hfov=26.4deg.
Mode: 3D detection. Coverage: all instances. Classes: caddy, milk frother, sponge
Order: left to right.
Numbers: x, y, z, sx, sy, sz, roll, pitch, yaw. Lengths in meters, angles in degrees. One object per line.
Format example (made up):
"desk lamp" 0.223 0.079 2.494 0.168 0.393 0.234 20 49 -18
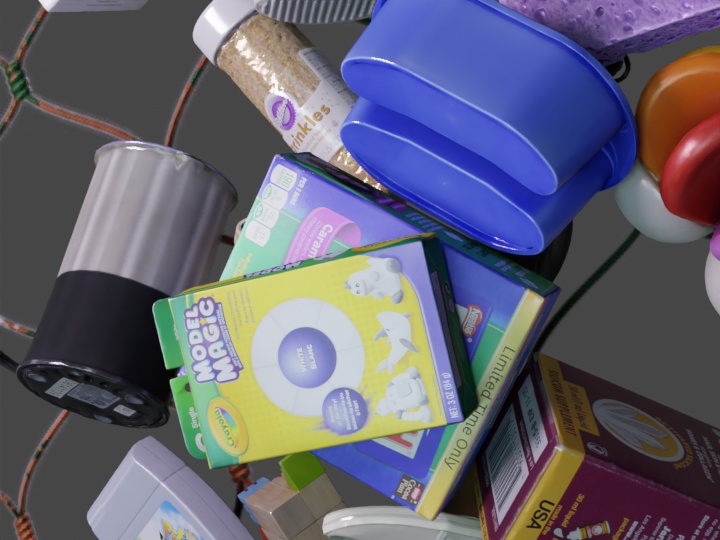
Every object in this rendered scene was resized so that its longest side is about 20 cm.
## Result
"milk frother" -0.222 -0.003 1.152 0.180 0.200 0.189 -12 54 46
"caddy" 0.080 -0.105 0.984 0.199 0.105 0.142 31 152 16
"sponge" 0.184 -0.198 1.008 0.199 0.030 0.112 -16 63 28

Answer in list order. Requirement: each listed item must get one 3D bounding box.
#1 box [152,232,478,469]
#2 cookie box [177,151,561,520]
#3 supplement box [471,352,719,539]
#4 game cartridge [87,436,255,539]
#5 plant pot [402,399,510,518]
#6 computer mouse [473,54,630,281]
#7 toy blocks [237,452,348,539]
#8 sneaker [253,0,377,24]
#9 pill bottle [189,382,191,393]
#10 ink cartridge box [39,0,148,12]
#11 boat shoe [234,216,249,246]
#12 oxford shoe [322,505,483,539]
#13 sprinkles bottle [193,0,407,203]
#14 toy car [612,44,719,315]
"box" -0.036 0.054 0.968 0.199 0.048 0.118 -13 93 20
"cookie box" 0.006 0.040 1.018 0.199 0.075 0.172 28 104 10
"supplement box" 0.184 0.156 1.001 0.199 0.131 0.104 23 111 -12
"game cartridge" -0.136 0.238 1.251 0.200 0.040 0.133 48 131 11
"plant pot" 0.127 0.171 1.093 0.199 0.028 0.201 0 115 -1
"computer mouse" 0.096 -0.087 1.091 0.140 0.046 0.201 23 109 20
"toy blocks" -0.027 0.222 1.169 0.100 0.137 0.200 -35 100 -16
"sneaker" 0.011 -0.250 1.088 0.200 0.073 0.115 -16 71 20
"pill bottle" -0.018 0.081 1.141 0.199 0.112 0.113 4 101 26
"ink cartridge box" -0.171 -0.305 1.138 0.200 0.125 0.129 -41 81 27
"boat shoe" 0.000 0.000 1.086 0.199 0.075 0.069 3 133 20
"oxford shoe" 0.070 0.200 1.046 0.199 0.075 0.058 14 73 -9
"sprinkles bottle" -0.037 -0.124 1.138 0.200 0.068 0.068 48 116 10
"toy car" 0.254 -0.056 0.960 0.200 0.150 0.175 48 115 11
